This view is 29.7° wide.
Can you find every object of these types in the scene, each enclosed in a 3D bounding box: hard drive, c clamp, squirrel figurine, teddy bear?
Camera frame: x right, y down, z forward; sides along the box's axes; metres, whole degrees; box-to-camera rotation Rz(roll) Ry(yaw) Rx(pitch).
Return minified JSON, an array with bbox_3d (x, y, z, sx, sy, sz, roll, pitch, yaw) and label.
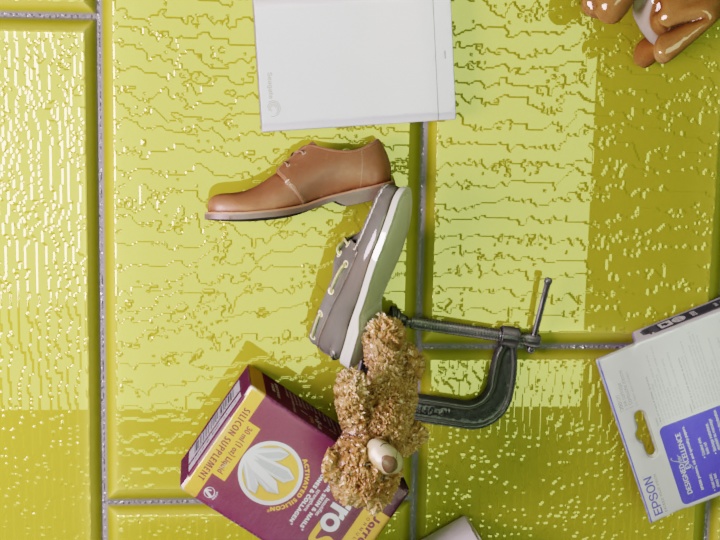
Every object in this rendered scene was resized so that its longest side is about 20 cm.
[{"bbox_3d":[-0.005,-0.213,1.369,0.198,0.027,0.133,-4,100,-5],"label":"hard drive"},{"bbox_3d":[0.095,0.084,1.434,0.198,0.027,0.172,3,104,-8],"label":"c clamp"},{"bbox_3d":[0.292,-0.323,1.321,0.200,0.142,0.187,-40,93,14],"label":"squirrel figurine"},{"bbox_3d":[0.025,0.138,1.334,0.066,0.200,0.146,-2,122,25],"label":"teddy bear"}]

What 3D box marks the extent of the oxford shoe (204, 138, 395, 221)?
[{"bbox_3d":[-0.065,-0.090,1.367,0.198,0.071,0.072,-14,97,-15],"label":"oxford shoe"}]

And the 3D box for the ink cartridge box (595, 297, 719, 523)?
[{"bbox_3d":[0.367,0.144,1.460,0.199,0.043,0.200,-21,101,-4],"label":"ink cartridge box"}]

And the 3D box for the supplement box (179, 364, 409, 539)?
[{"bbox_3d":[-0.070,0.211,1.396,0.199,0.103,0.131,34,93,-11],"label":"supplement box"}]

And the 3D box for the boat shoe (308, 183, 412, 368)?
[{"bbox_3d":[-0.001,0.001,1.367,0.060,0.072,0.203,26,115,19],"label":"boat shoe"}]

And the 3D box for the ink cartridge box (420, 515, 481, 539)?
[{"bbox_3d":[0.068,0.380,1.448,0.199,0.084,0.147,-29,102,-1],"label":"ink cartridge box"}]
